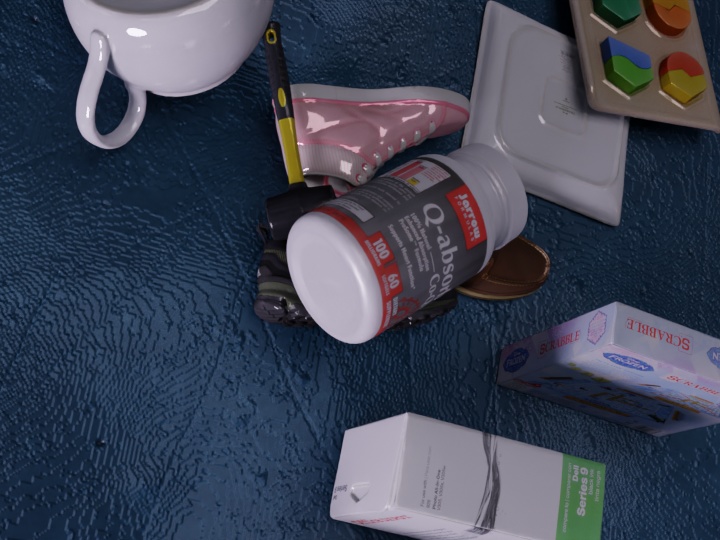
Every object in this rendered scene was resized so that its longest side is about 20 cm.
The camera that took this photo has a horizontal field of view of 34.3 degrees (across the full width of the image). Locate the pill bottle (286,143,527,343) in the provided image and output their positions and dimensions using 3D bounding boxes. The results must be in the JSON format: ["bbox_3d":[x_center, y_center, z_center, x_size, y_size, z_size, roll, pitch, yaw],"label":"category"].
[{"bbox_3d":[0.044,-0.030,1.001,0.199,0.116,0.117,-29,89,-31],"label":"pill bottle"}]

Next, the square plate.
[{"bbox_3d":[0.209,-0.170,1.236,0.197,0.028,0.201,19,70,-19],"label":"square plate"}]

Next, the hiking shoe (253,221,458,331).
[{"bbox_3d":[0.000,0.000,1.069,0.197,0.076,0.103,4,78,-22],"label":"hiking shoe"}]

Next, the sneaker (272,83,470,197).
[{"bbox_3d":[0.015,-0.118,1.110,0.197,0.075,0.107,-1,76,-20],"label":"sneaker"}]

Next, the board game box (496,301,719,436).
[{"bbox_3d":[0.261,0.098,1.090,0.197,0.199,0.042,19,68,-19],"label":"board game box"}]

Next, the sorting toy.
[{"bbox_3d":[0.314,-0.250,1.277,0.197,0.036,0.188,8,64,-28],"label":"sorting toy"}]

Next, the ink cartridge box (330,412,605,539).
[{"bbox_3d":[0.091,0.193,1.018,0.197,0.146,0.085,17,70,-19],"label":"ink cartridge box"}]

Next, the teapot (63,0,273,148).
[{"bbox_3d":[-0.163,-0.222,1.025,0.197,0.147,0.199,-13,54,-5],"label":"teapot"}]

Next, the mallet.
[{"bbox_3d":[-0.055,-0.128,1.044,0.065,0.041,0.204,-4,78,3],"label":"mallet"}]

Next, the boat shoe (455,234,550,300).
[{"bbox_3d":[0.102,-0.023,1.126,0.197,0.067,0.073,18,69,-19],"label":"boat shoe"}]
